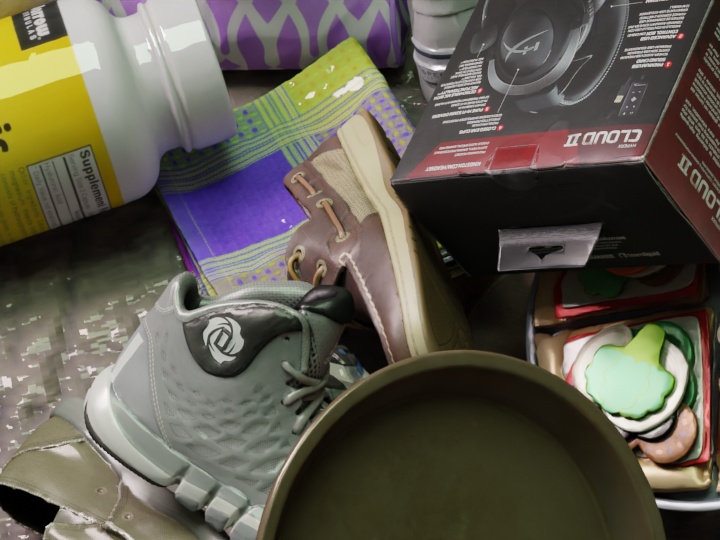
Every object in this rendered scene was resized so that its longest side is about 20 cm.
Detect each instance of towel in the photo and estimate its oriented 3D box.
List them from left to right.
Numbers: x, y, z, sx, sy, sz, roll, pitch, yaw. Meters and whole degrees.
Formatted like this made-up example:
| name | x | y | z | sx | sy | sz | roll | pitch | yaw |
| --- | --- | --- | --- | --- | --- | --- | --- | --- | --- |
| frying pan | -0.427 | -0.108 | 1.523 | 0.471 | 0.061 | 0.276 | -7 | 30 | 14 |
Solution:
| name | x | y | z | sx | sy | sz | roll | pitch | yaw |
| --- | --- | --- | --- | --- | --- | --- | --- | --- | --- |
| towel | -0.028 | -0.036 | 1.407 | 0.143 | 0.023 | 0.200 | -26 | 42 | -2 |

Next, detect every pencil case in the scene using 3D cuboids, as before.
| name | x | y | z | sx | sy | sz | roll | pitch | yaw |
| --- | --- | --- | --- | --- | --- | --- | --- | --- | --- |
| pencil case | -0.066 | -0.156 | 1.519 | 0.199 | 0.086 | 0.084 | 1 | 38 | 4 |

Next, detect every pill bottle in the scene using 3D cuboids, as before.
| name | x | y | z | sx | sy | sz | roll | pitch | yaw |
| --- | --- | --- | --- | --- | --- | --- | --- | --- | --- |
| pill bottle | -0.169 | -0.076 | 1.409 | 0.199 | 0.112 | 0.112 | -19 | 45 | -5 |

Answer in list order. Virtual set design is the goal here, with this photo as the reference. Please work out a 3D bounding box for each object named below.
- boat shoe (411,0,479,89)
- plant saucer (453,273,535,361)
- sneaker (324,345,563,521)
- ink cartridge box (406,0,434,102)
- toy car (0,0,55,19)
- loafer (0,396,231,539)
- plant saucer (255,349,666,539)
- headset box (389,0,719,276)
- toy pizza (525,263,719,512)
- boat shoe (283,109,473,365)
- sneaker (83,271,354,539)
| name | x | y | z | sx | sy | sz | roll | pitch | yaw |
| --- | --- | --- | --- | --- | --- | --- | --- | --- | --- |
| boat shoe | 0.089 | -0.167 | 1.383 | 0.073 | 0.067 | 0.200 | 7 | 38 | 28 |
| plant saucer | 0.130 | 0.033 | 1.341 | 0.199 | 0.035 | 0.201 | -2 | 43 | 2 |
| sneaker | 0.013 | 0.095 | 1.260 | 0.199 | 0.086 | 0.077 | 25 | 22 | 14 |
| ink cartridge box | 0.144 | -0.144 | 1.469 | 0.199 | 0.083 | 0.146 | -27 | 35 | -23 |
| toy car | -0.255 | -0.174 | 1.510 | 0.200 | 0.150 | 0.175 | -35 | 77 | 7 |
| loafer | -0.103 | 0.135 | 1.233 | 0.069 | 0.075 | 0.200 | -32 | 41 | -17 |
| plant saucer | 0.041 | 0.135 | 1.159 | 0.199 | 0.201 | 0.029 | -30 | 9 | -24 |
| headset box | 0.115 | -0.084 | 1.258 | 0.148 | 0.077 | 0.201 | -5 | 50 | 42 |
| toy pizza | 0.159 | 0.010 | 1.240 | 0.199 | 0.032 | 0.201 | -14 | 63 | 29 |
| boat shoe | 0.000 | 0.000 | 1.295 | 0.072 | 0.072 | 0.200 | -27 | 38 | 7 |
| sneaker | -0.015 | 0.071 | 1.182 | 0.199 | 0.116 | 0.075 | 32 | 18 | 3 |
